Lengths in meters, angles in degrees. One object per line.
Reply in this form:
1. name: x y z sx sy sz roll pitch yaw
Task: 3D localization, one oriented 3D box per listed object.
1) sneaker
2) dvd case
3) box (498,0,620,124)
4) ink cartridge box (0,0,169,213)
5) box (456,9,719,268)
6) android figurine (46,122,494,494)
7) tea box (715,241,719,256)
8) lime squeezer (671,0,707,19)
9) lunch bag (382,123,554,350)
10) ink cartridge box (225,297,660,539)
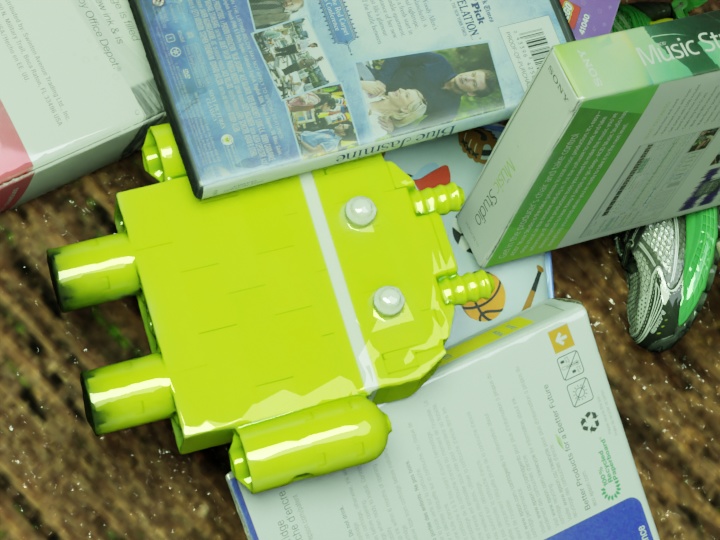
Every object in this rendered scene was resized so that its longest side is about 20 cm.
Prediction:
1. sneaker: 0.137 -0.049 1.208 0.085 0.078 0.201 -3 67 -17
2. dvd case: -0.005 -0.122 1.063 0.199 0.018 0.143 -15 70 -14
3. box: 0.107 -0.182 1.190 0.039 0.137 0.201 26 66 -15
4. ink cartridge box: -0.152 -0.120 1.090 0.199 0.083 0.147 -26 86 -27
5. box: 0.157 -0.073 1.093 0.199 0.144 0.036 -16 64 -27
6. android figurine: -0.038 0.009 1.038 0.199 0.041 0.183 -12 72 -11
7. tea box: 0.319 0.046 1.154 0.196 0.134 0.201 -27 113 -9
8. lime squeezer: 0.209 -0.139 1.272 0.070 0.038 0.201 16 72 -1
9. lunch bag: 0.000 0.000 1.128 0.199 0.076 0.161 3 78 -22
10. ink cartridge box: 0.049 0.143 1.090 0.199 0.047 0.198 -23 103 -17
